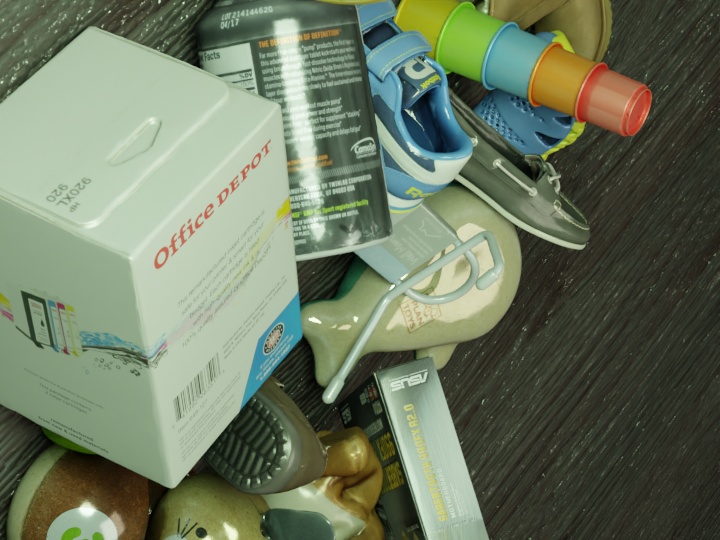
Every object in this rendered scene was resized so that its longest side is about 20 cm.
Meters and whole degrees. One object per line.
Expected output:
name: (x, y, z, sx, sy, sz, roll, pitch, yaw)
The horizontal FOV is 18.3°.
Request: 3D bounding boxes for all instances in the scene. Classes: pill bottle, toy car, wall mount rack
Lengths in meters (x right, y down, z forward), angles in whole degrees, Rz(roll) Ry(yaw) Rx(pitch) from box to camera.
pill bottle: (-0.045, -0.109, 1.405, 0.106, 0.106, 0.201, -17, 100, -60)
toy car: (-0.115, 0.178, 1.456, 0.158, 0.199, 0.165, -12, 122, -62)
wall mount rack: (0.000, 0.000, 1.637, 0.173, 0.075, 0.200, -35, 128, 19)

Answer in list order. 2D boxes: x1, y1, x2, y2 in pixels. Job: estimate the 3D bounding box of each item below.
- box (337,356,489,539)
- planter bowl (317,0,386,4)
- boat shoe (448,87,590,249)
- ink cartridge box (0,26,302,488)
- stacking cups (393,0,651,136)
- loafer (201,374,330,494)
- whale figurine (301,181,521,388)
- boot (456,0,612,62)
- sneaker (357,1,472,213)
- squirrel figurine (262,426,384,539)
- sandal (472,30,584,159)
box: (0.039, 0.160, 1.721, 0.048, 0.159, 0.200, -15, 173, -11)
planter bowl: (-0.004, -0.266, 1.322, 0.084, 0.199, 0.201, -57, 159, -57)
boat shoe: (0.110, -0.083, 1.728, 0.057, 0.200, 0.067, -53, -158, 18)
ink cartridge box: (-0.136, -0.009, 1.311, 0.147, 0.144, 0.201, -48, 150, -35)
stacking cups: (0.119, -0.155, 1.646, 0.060, 0.199, 0.061, -42, 145, -40)
loafer: (-0.091, 0.082, 1.429, 0.073, 0.200, 0.071, -51, 141, 10)
whale figurine: (0.029, 0.009, 1.760, 0.200, 0.104, 0.160, -33, 125, -18)
boot: (0.131, -0.207, 1.805, 0.200, 0.066, 0.176, -36, 136, -47)
sneaker: (0.011, -0.139, 1.479, 0.074, 0.082, 0.201, -35, 99, -37)
squirrel figurine: (-0.018, 0.225, 1.716, 0.141, 0.187, 0.200, -26, -177, 4)
sandal: (0.118, -0.115, 1.781, 0.087, 0.080, 0.200, -13, 152, -26)
